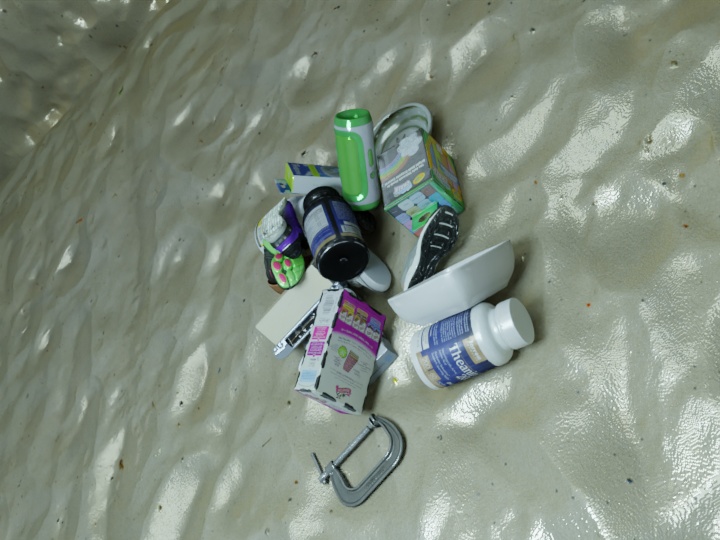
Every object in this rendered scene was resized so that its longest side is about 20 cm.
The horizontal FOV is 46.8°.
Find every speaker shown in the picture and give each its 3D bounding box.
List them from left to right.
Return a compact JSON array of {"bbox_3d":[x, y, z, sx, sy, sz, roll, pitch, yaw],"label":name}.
[{"bbox_3d":[-0.006,-0.231,1.749,0.087,0.202,0.089,-6,27,3],"label":"speaker"}]

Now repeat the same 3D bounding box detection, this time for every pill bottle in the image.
[{"bbox_3d":[-0.152,-0.103,1.904,0.199,0.111,0.113,-25,46,51],"label":"pill bottle"},{"bbox_3d":[-0.058,-0.082,1.716,0.112,0.112,0.201,-40,42,18],"label":"pill bottle"},{"bbox_3d":[0.192,0.122,1.431,0.199,0.111,0.112,-27,47,30],"label":"pill bottle"}]

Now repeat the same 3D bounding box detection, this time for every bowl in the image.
[{"bbox_3d":[0.168,0.031,1.476,0.199,0.199,0.075,-26,89,48],"label":"bowl"}]

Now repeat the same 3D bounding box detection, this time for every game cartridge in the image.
[{"bbox_3d":[-0.099,0.099,1.745,0.200,0.042,0.133,-47,-4,7],"label":"game cartridge"}]

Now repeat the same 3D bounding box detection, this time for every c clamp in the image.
[{"bbox_3d":[-0.007,0.343,1.549,0.200,0.027,0.171,-45,40,14],"label":"c clamp"}]

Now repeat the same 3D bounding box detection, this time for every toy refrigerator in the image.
[{"bbox_3d":[-0.135,0.065,1.807,0.200,0.070,0.076,-47,7,21],"label":"toy refrigerator"}]

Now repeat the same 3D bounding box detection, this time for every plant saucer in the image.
[{"bbox_3d":[0.090,-0.279,1.856,0.199,0.050,0.202,-27,45,30],"label":"plant saucer"}]

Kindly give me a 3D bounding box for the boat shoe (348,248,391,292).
[{"bbox_3d":[0.000,0.000,1.758,0.200,0.070,0.070,49,128,46],"label":"boat shoe"}]

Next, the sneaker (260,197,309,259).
[{"bbox_3d":[-0.153,-0.079,1.752,0.069,0.099,0.201,-40,21,15],"label":"sneaker"}]

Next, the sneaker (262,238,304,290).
[{"bbox_3d":[-0.165,-0.007,1.790,0.200,0.076,0.085,-117,26,-60],"label":"sneaker"}]

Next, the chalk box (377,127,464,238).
[{"bbox_3d":[0.124,-0.160,1.688,0.124,0.124,0.202,-29,47,26],"label":"chalk box"}]

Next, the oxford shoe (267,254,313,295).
[{"bbox_3d":[-0.133,0.001,1.863,0.199,0.071,0.072,-33,43,34],"label":"oxford shoe"}]

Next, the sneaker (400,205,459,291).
[{"bbox_3d":[0.125,-0.037,1.612,0.202,0.073,0.079,-67,26,16],"label":"sneaker"}]

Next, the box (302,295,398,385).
[{"bbox_3d":[-0.026,0.159,1.684,0.156,0.041,0.200,-47,41,10],"label":"box"}]

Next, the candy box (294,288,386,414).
[{"bbox_3d":[-0.035,0.153,1.560,0.061,0.136,0.202,-5,61,42],"label":"candy box"}]

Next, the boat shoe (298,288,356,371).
[{"bbox_3d":[-0.053,0.134,1.641,0.068,0.071,0.201,24,84,52],"label":"boat shoe"}]

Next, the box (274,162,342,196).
[{"bbox_3d":[-0.086,-0.202,1.861,0.122,0.198,0.048,-121,36,-66],"label":"box"}]

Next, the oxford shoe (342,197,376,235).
[{"bbox_3d":[-0.024,-0.110,1.852,0.085,0.072,0.200,-58,29,7],"label":"oxford shoe"}]
